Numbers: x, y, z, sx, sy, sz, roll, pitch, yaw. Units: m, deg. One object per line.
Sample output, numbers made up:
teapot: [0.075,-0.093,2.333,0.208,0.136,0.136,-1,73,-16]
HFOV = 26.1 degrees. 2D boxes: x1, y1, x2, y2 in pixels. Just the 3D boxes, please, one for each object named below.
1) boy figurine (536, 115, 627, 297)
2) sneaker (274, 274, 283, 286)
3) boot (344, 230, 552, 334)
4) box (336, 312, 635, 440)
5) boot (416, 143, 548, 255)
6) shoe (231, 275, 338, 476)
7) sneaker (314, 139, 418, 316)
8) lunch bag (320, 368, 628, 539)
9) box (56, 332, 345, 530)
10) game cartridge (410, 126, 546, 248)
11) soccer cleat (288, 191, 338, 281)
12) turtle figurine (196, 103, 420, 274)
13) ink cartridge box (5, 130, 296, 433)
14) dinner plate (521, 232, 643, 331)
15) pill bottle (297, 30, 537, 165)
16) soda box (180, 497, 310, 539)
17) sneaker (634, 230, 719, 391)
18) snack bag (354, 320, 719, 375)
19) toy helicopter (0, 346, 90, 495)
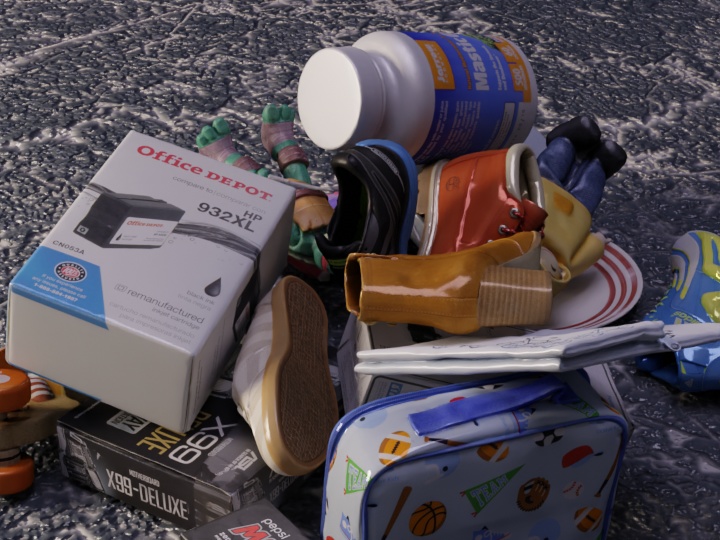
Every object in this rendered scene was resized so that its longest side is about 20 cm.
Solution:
boy figurine: [0.163,-0.048,1.334,0.124,0.064,0.201,43,46,-13]
sneaker: [-0.108,0.015,1.320,0.081,0.074,0.200,-34,39,1]
boot: [0.060,0.005,1.121,0.142,0.072,0.201,4,7,1]
box: [0.088,0.087,1.128,0.198,0.061,0.117,13,27,-14]
boot: [0.100,-0.011,1.247,0.106,0.075,0.202,-15,59,30]
shoe: [-0.055,0.081,1.102,0.053,0.070,0.201,-36,26,21]
sneaker: [0.000,0.000,1.208,0.082,0.203,0.070,-5,7,-39]
lunch bag: [0.074,0.138,0.986,0.198,0.162,0.076,-11,35,-21]
box: [-0.101,0.109,1.148,0.156,0.050,0.200,18,33,27]
game cartridge: [0.107,-0.074,1.402,0.198,0.041,0.134,-18,53,-36]
soccer cleat: [0.006,-0.056,1.426,0.199,0.067,0.076,-29,55,-34]
turtle figurine: [-0.049,-0.061,1.313,0.149,0.101,0.200,-3,38,-43]
ink cartridge box: [-0.149,0.002,1.140,0.144,0.084,0.201,20,42,8]
dinner plate: [0.147,0.011,1.357,0.197,0.025,0.201,0,28,0]
pill bottle: [0.047,-0.146,1.318,0.198,0.113,0.112,-5,26,-42]
soda box: [-0.032,0.222,0.936,0.070,0.064,0.199,-19,34,-31]
sneaker: [0.266,0.031,1.270,0.104,0.077,0.201,-4,30,-7]
snack bag: [0.127,0.048,1.020,0.198,0.022,0.187,-6,0,-41]
toy helicopter: [-0.246,0.094,1.175,0.131,0.080,0.199,12,19,38]
